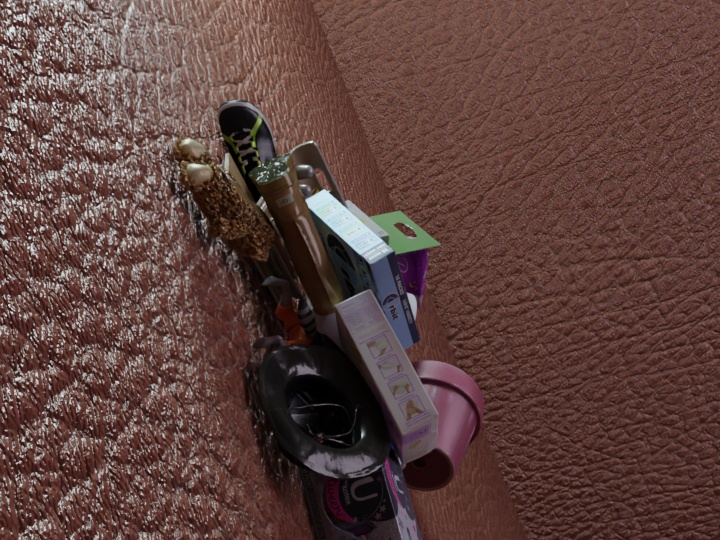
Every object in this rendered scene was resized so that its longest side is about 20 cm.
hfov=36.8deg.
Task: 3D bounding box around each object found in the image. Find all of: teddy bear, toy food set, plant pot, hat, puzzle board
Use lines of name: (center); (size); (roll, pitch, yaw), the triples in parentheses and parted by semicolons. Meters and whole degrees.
teddy bear: (-0.184, -0.088, 1.398); (0.145, 0.067, 0.200); (57, 5, 28)
toy food set: (-0.085, -0.077, 1.630); (0.144, 0.060, 0.200); (63, 40, -36)
plant pot: (0.122, 0.299, 2.001); (0.179, 0.199, 0.200); (-72, 143, -51)
hat: (-0.060, 0.192, 1.367); (0.200, 0.081, 0.201); (22, 41, -20)
puzzle board: (-0.159, -0.056, 1.597); (0.151, 0.017, 0.200); (-99, 167, -55)

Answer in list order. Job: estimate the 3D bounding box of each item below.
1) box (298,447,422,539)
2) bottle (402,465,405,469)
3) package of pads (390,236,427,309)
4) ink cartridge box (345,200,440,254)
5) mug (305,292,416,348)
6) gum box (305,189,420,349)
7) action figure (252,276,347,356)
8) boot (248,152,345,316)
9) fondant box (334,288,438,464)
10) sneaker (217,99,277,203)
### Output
box: (0.011, 0.336, 1.419); (0.132, 0.114, 0.201); (48, 22, -67)
bottle: (0.032, 0.254, 1.884); (0.084, 0.065, 0.201); (56, 16, -59)
package of pads: (0.013, -0.002, 1.838); (0.076, 0.199, 0.121); (-41, 135, -86)
ink cartridge box: (0.012, -0.068, 1.780); (0.146, 0.199, 0.048); (44, -37, 50)
mug: (-0.021, 0.086, 1.731); (0.153, 0.187, 0.150); (25, 50, -16)
gum box: (0.000, 0.000, 1.541); (0.200, 0.044, 0.170); (43, -23, 47)
action figure: (-0.068, 0.126, 1.474); (0.194, 0.104, 0.200); (50, 19, -39)
boot: (-0.087, -0.052, 1.506); (0.175, 0.066, 0.201); (-100, 166, -71)
fondant box: (0.035, 0.144, 1.450); (0.200, 0.058, 0.144); (60, -10, 24)
sneaker: (-0.158, -0.168, 1.659); (0.083, 0.071, 0.200); (-99, 165, -58)
